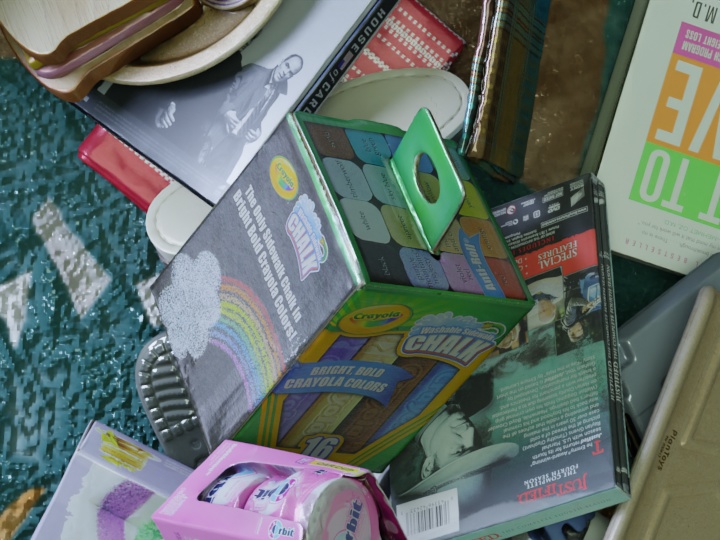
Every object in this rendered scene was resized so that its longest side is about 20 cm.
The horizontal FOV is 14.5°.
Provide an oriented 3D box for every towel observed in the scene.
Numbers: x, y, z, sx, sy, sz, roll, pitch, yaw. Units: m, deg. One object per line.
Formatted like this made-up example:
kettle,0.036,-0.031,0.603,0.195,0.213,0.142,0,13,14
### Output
towel,0.082,-0.126,1.570,0.022,0.200,0.148,9,90,9
towel,-0.053,-0.099,1.651,0.144,0.022,0.200,39,89,-2

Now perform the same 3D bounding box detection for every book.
book,0.212,-0.095,1.654,0.133,0.048,0.201,17,89,-8

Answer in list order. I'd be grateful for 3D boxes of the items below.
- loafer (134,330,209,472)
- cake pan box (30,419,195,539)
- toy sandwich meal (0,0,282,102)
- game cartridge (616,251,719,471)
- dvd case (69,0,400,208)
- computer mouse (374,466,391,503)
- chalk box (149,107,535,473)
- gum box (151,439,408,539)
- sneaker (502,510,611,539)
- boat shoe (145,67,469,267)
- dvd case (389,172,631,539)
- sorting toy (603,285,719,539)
loafer,-0.070,0.117,1.629,0.075,0.070,0.201,-11,109,13
cake pan box,-0.115,0.209,1.608,0.184,0.052,0.201,29,113,-1
toy sandwich meal,-0.125,-0.196,1.591,0.204,0.070,0.206,-7,72,22
game cartridge,0.216,0.099,1.619,0.133,0.040,0.201,-34,107,-24
dvd case,-0.066,-0.146,1.607,0.150,0.025,0.200,35,86,32
computer mouse,0.094,0.145,1.644,0.199,0.044,0.110,14,95,-9
chalk box,0.000,0.000,1.520,0.200,0.123,0.125,-48,50,34
gum box,-0.017,0.182,1.481,0.066,0.113,0.201,-45,123,-32
sneaker,0.100,0.215,1.589,0.115,0.081,0.200,31,109,-13
boat shoe,-0.024,-0.049,1.612,0.199,0.060,0.072,-28,54,-5
dvd case,0.078,0.055,1.577,0.145,0.022,0.201,-21,53,27
sorting toy,0.218,0.131,1.583,0.200,0.036,0.186,33,73,-33
